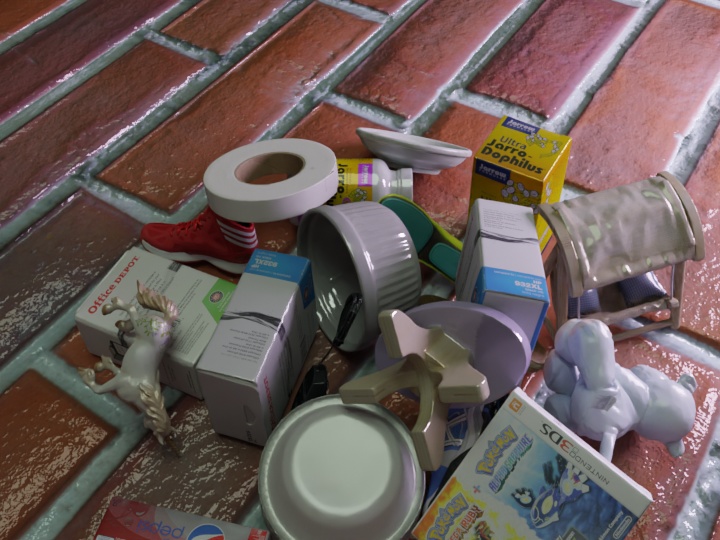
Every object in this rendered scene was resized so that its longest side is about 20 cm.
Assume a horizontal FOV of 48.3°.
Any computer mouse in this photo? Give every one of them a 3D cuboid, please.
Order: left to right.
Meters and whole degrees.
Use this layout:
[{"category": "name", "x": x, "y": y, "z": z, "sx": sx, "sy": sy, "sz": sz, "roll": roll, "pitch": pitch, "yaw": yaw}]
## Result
[{"category": "computer mouse", "x": -0.039, "y": 0.120, "z": 1.028, "sx": 0.034, "sy": 0.202, "sz": 0.059, "roll": 23, "pitch": 19, "yaw": -13}]

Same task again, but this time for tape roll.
[{"category": "tape roll", "x": -0.129, "y": -0.135, "z": 1.171, "sx": 0.198, "sy": 0.038, "sz": 0.204, "roll": -5, "pitch": 33, "yaw": 3}]

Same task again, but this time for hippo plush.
[{"category": "hippo plush", "x": 0.328, "y": 0.142, "z": 0.981, "sx": 0.157, "sy": 0.163, "sz": 0.200, "roll": 3, "pitch": 5, "yaw": -10}]

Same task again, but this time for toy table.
[{"category": "toy table", "x": 0.080, "y": 0.114, "z": 0.907, "sx": 0.198, "sy": 0.187, "sz": 0.117, "roll": -22, "pitch": 6, "yaw": 37}]

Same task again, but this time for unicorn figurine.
[{"category": "unicorn figurine", "x": -0.280, "y": 0.124, "z": 1.013, "sx": 0.135, "sy": 0.204, "sz": 0.074, "roll": 16, "pitch": 8, "yaw": 21}]

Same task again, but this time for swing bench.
[{"category": "swing bench", "x": 0.342, "y": -0.005, "z": 1.092, "sx": 0.195, "sy": 0.202, "sz": 0.131, "roll": -15, "pitch": 49, "yaw": -11}]

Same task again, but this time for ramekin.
[{"category": "ramekin", "x": 0.000, "y": 0.000, "z": 1.110, "sx": 0.103, "sy": 0.203, "sz": 0.201, "roll": -18, "pitch": 49, "yaw": -25}]

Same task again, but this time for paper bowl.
[{"category": "paper bowl", "x": -0.022, "y": 0.241, "z": 0.937, "sx": 0.196, "sy": 0.105, "sz": 0.204, "roll": 1, "pitch": 57, "yaw": -1}]

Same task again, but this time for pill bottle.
[{"category": "pill bottle", "x": -0.016, "y": -0.125, "z": 1.276, "sx": 0.195, "sy": 0.105, "sz": 0.106, "roll": -1, "pitch": 48, "yaw": 2}]

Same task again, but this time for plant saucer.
[{"category": "plant saucer", "x": 0.085, "y": -0.195, "z": 1.335, "sx": 0.196, "sy": 0.051, "sz": 0.200, "roll": 11, "pitch": 12, "yaw": -2}]

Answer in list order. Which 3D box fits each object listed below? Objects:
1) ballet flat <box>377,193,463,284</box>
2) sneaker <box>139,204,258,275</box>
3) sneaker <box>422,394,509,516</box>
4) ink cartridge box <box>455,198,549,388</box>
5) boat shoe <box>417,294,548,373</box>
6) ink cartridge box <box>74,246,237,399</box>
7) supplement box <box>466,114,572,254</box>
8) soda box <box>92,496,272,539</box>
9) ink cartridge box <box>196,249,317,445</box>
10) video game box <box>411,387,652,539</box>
[{"category": "ballet flat", "x": 0.098, "y": -0.045, "z": 1.181, "sx": 0.199, "sy": 0.067, "sz": 0.067, "roll": 37, "pitch": 14, "yaw": -16}, {"category": "sneaker", "x": -0.246, "y": -0.072, "z": 1.226, "sx": 0.196, "sy": 0.117, "sz": 0.079, "roll": 10, "pitch": 38, "yaw": 6}, {"category": "sneaker", "x": 0.121, "y": 0.227, "z": 0.997, "sx": 0.076, "sy": 0.076, "sz": 0.201, "roll": 1, "pitch": 45, "yaw": 39}, {"category": "ink cartridge box", "x": 0.174, "y": 0.026, "z": 1.024, "sx": 0.082, "sy": 0.147, "sz": 0.202, "roll": 8, "pitch": 37, "yaw": -1}, {"category": "boat shoe", "x": 0.161, "y": 0.098, "z": 1.112, "sx": 0.197, "sy": 0.064, "sz": 0.073, "roll": 24, "pitch": 27, "yaw": 19}, {"category": "ink cartridge box", "x": -0.273, "y": 0.070, "z": 1.129, "sx": 0.197, "sy": 0.085, "sz": 0.147, "roll": 19, "pitch": 51, "yaw": 17}, {"category": "supplement box", "x": 0.228, "y": -0.104, "z": 1.184, "sx": 0.107, "sy": 0.202, "sz": 0.110, "roll": 23, "pitch": 52, "yaw": 22}, {"category": "soda box", "x": -0.199, "y": 0.320, "z": 0.916, "sx": 0.196, "sy": 0.071, "sz": 0.064, "roll": 9, "pitch": 48, "yaw": 11}, {"category": "ink cartridge box", "x": -0.128, "y": 0.099, "z": 1.047, "sx": 0.082, "sy": 0.147, "sz": 0.202, "roll": 11, "pitch": 50, "yaw": 12}, {"category": "video game box", "x": 0.183, "y": 0.264, "z": 0.873, "sx": 0.181, "sy": 0.047, "sz": 0.202, "roll": 37, "pitch": 96, "yaw": 18}]
